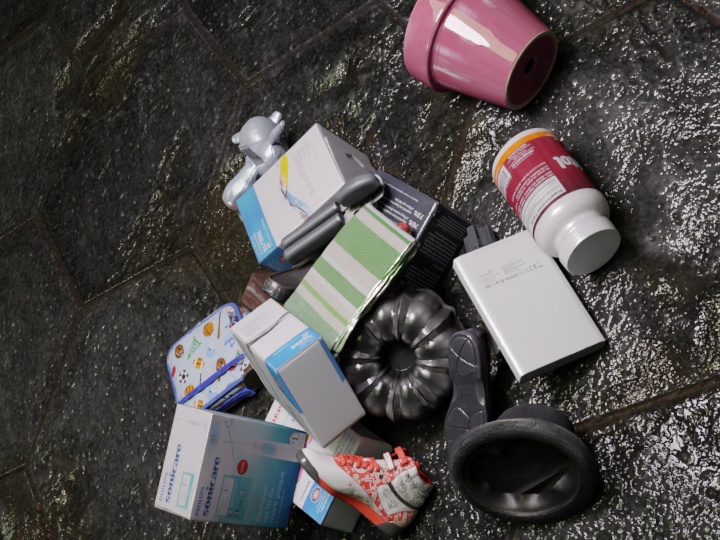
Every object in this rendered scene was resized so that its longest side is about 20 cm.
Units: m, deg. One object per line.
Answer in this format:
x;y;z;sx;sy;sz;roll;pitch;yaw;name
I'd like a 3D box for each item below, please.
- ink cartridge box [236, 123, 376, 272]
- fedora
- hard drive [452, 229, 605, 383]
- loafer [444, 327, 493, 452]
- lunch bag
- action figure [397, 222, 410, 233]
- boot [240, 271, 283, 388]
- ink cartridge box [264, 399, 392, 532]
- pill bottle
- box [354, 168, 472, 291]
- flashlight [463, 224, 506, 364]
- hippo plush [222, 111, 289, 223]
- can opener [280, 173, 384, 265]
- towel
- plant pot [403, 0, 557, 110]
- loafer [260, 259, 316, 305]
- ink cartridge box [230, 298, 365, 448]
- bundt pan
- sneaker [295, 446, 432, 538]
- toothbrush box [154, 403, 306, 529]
-0.073;-0.103;1.752;0.199;0.146;0.147;-41;50;20;ink cartridge box
0.214;0.238;1.388;0.198;0.202;0.092;-20;26;32;fedora
0.228;0.044;1.458;0.130;0.026;0.202;-20;58;-12;hard drive
0.160;0.178;1.477;0.071;0.062;0.204;9;106;38;loafer
-0.241;0.161;1.836;0.199;0.075;0.162;-37;55;25;lunch bag
0.000;0.000;1.575;0.200;0.051;0.066;-43;49;15;action figure
-0.159;0.089;1.762;0.184;0.065;0.200;-28;47;-23;boot
-0.068;0.282;1.630;0.199;0.084;0.147;27;91;44;ink cartridge box
0.273;-0.094;1.478;0.113;0.112;0.202;-43;51;18;pill bottle
0.052;-0.028;1.643;0.147;0.104;0.202;34;95;42;box
0.199;0.032;1.525;0.068;0.067;0.203;106;158;-51;flashlight
-0.182;-0.188;1.864;0.157;0.201;0.162;-29;44;0;hippo plush
-0.045;-0.085;1.627;0.199;0.066;0.053;-37;40;20;can opener
-0.014;0.009;1.532;0.201;0.023;0.152;-53;42;3;towel
0.191;-0.341;1.611;0.178;0.199;0.202;37;97;27;plant pot
-0.091;0.014;1.680;0.072;0.199;0.073;33;104;18;loafer
-0.093;0.143;1.536;0.083;0.146;0.199;-36;26;-13;ink cartridge box
0.056;0.123;1.525;0.198;0.076;0.206;1;96;11;bundt pan
0.011;0.280;1.502;0.108;0.200;0.067;-50;17;4;sneaker
-0.184;0.284;1.536;0.084;0.198;0.149;5;79;42;toothbrush box
